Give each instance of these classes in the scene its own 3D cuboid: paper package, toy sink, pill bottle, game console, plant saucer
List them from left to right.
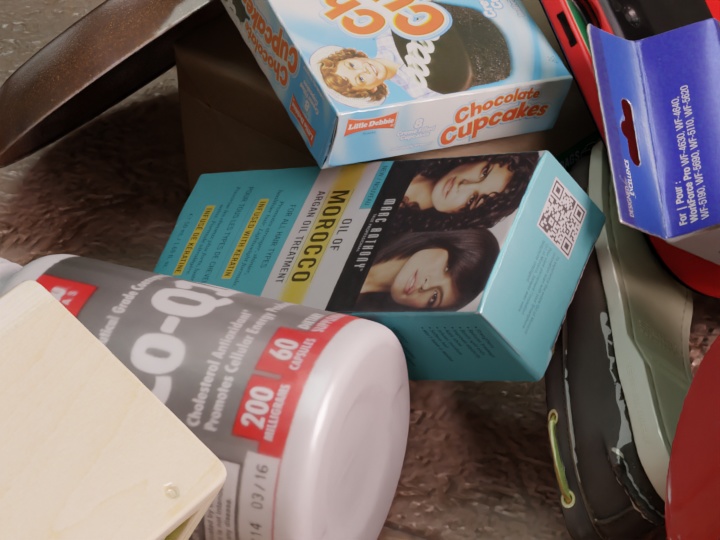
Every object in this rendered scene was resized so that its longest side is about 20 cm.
[{"bbox_3d":[-0.151,0.123,0.953,0.112,0.200,0.130,44,49,9],"label":"toy sink"},{"bbox_3d":[-0.091,0.057,1.056,0.200,0.114,0.114,12,39,19],"label":"pill bottle"},{"bbox_3d":[-0.101,-0.115,1.252,0.200,0.032,0.200,-35,2,1],"label":"plant saucer"},{"bbox_3d":[0.041,-0.078,1.240,0.191,0.103,0.200,26,44,34],"label":"paper package"},{"bbox_3d":[0.157,-0.088,1.172,0.177,0.031,0.200,-9,73,-51],"label":"game console"}]

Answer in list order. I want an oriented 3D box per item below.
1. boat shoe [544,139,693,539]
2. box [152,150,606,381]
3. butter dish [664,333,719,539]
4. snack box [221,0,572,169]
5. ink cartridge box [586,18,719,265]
[{"bbox_3d":[0.103,0.027,1.100,0.061,0.072,0.201,-31,39,26],"label":"boat shoe"},{"bbox_3d":[0.000,0.000,1.101,0.200,0.049,0.082,-2,53,42],"label":"box"},{"bbox_3d":[0.183,0.093,0.975,0.199,0.148,0.200,41,37,-15],"label":"butter dish"},{"bbox_3d":[-0.004,-0.133,1.153,0.116,0.037,0.200,-12,52,-27],"label":"snack box"},{"bbox_3d":[0.180,-0.041,1.109,0.200,0.039,0.099,18,54,-40],"label":"ink cartridge box"}]
